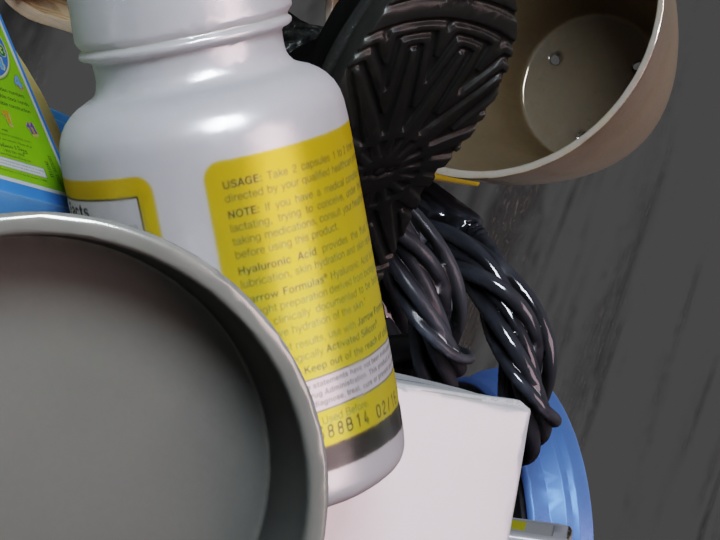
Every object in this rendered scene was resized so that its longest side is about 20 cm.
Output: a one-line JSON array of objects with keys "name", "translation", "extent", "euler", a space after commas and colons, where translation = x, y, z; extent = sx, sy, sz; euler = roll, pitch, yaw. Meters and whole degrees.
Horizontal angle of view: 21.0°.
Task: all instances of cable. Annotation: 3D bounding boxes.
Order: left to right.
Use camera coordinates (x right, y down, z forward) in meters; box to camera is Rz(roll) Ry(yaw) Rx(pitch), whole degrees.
[{"name": "cable", "translation": [0.000, 0.000, 0.996], "extent": [0.050, 0.200, 0.164], "euler": [-16, 127, -19]}, {"name": "cable", "translation": [0.044, 0.044, 1.056], "extent": [0.050, 0.200, 0.165], "euler": [-7, 116, -27]}]

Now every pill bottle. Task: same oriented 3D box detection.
[{"name": "pill bottle", "translation": [-0.052, -0.015, 0.729], "extent": [0.111, 0.110, 0.202], "euler": [-26, 110, -53]}]

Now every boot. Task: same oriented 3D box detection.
[{"name": "boot", "translation": [-0.025, -0.098, 0.836], "extent": [0.079, 0.159, 0.212], "euler": [-5, 142, -34]}]

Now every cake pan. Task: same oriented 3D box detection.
[{"name": "cake pan", "translation": [-0.111, 0.076, 0.654], "extent": [0.037, 0.198, 0.202], "euler": [-130, -141, -71]}]

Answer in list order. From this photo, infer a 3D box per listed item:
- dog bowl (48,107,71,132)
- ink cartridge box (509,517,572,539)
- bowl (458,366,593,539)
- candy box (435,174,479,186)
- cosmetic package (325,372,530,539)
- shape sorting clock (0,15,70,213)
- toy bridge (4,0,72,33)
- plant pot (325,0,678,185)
[{"name": "dog bowl", "translation": [-0.156, -0.024, 0.780], "extent": [0.050, 0.112, 0.199], "euler": [-43, 141, 22]}, {"name": "ink cartridge box", "translation": [0.005, 0.224, 1.051], "extent": [0.047, 0.198, 0.200], "euler": [-25, 123, -78]}, {"name": "bowl", "translation": [0.074, 0.158, 1.145], "extent": [0.039, 0.200, 0.203], "euler": [1, 99, -21]}, {"name": "candy box", "translation": [0.052, -0.154, 1.164], "extent": [0.102, 0.026, 0.202], "euler": [3, 95, -54]}, {"name": "cosmetic package", "translation": [-0.038, 0.140, 0.912], "extent": [0.122, 0.200, 0.202], "euler": [11, 89, -28]}, {"name": "shape sorting clock", "translation": [-0.177, -0.076, 0.711], "extent": [0.200, 0.039, 0.201], "euler": [47, 22, -26]}, {"name": "toy bridge", "translation": [-0.134, -0.145, 0.841], "extent": [0.067, 0.027, 0.200], "euler": [-37, 149, -7]}, {"name": "plant pot", "translation": [0.104, -0.124, 1.090], "extent": [0.200, 0.186, 0.189], "euler": [23, 79, -65]}]
